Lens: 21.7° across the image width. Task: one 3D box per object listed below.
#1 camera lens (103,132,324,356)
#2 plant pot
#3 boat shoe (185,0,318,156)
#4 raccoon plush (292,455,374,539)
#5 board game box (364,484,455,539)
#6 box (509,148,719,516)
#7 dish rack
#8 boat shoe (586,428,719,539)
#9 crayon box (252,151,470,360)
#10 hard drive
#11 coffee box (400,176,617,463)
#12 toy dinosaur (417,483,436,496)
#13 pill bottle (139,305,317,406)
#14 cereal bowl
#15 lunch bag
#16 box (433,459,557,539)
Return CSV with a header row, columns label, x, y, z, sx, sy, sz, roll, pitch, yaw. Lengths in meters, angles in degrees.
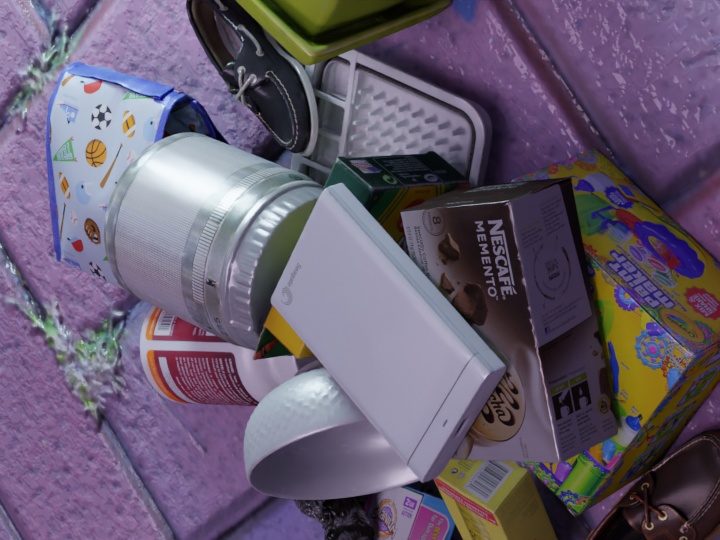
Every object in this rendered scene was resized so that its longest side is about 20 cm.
label,x,y,z,sx,sy,sz,roll,pitch,yaw
camera lens,-0.115,-0.025,1.661,0.200,0.160,0.161,23,119,38
plant pot,-0.018,-0.292,1.516,0.199,0.200,0.182,44,137,21
boat shoe,-0.097,-0.180,1.676,0.201,0.060,0.074,64,143,28
raccoon plush,-0.050,0.212,1.733,0.134,0.096,0.201,132,151,-55
board game box,0.009,0.288,1.695,0.153,0.040,0.201,11,80,66
box,0.180,0.048,1.504,0.200,0.122,0.193,46,130,20
dish rack,0.031,-0.099,1.641,0.200,0.043,0.172,28,121,32
boat shoe,0.243,0.204,1.534,0.200,0.070,0.071,-60,44,35
crayon box,0.000,0.000,1.568,0.051,0.127,0.201,41,121,31
hard drive,0.017,0.048,1.447,0.200,0.027,0.132,49,134,24
coffee box,0.113,0.038,1.422,0.113,0.080,0.201,-2,103,45
toy dinosaur,0.043,0.286,1.773,0.101,0.058,0.200,55,127,32
pill bottle,-0.105,0.072,1.776,0.199,0.113,0.114,-1,105,42
cereal bowl,-0.005,0.124,1.596,0.200,0.199,0.084,-34,56,43
lunch bag,-0.214,-0.093,1.809,0.170,0.124,0.201,18,123,39
box,0.121,0.215,1.595,0.075,0.050,0.200,30,159,31
